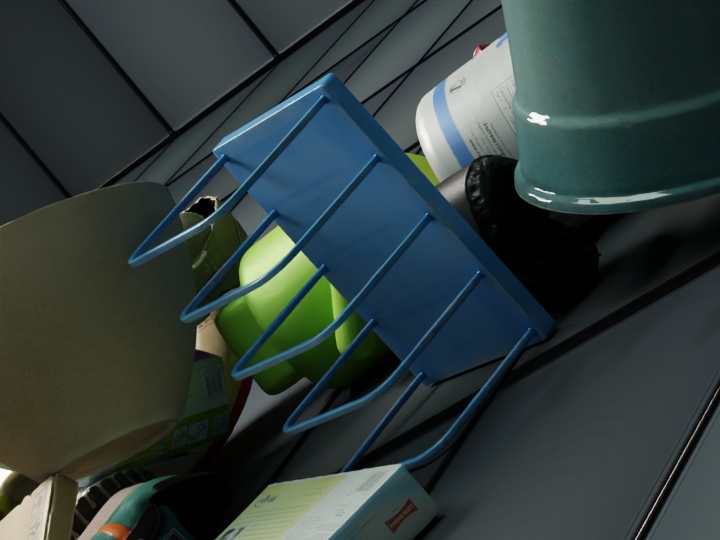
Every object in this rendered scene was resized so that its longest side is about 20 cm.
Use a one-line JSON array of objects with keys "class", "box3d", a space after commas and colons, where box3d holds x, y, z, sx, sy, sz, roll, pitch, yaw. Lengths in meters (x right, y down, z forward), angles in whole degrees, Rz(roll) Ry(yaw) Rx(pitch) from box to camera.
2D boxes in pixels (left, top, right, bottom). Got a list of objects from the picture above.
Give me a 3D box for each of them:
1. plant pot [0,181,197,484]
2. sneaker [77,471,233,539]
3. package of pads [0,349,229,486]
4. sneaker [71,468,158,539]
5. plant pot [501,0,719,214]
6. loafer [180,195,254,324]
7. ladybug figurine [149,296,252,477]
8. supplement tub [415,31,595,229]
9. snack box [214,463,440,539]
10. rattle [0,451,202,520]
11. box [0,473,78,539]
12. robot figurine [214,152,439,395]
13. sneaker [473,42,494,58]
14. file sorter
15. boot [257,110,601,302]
[{"class": "plant pot", "box3d": [-0.178, 0.052, 1.686, 0.200, 0.135, 0.200, -26, -11, -5]}, {"class": "sneaker", "box3d": [-0.140, 0.187, 1.681, 0.080, 0.071, 0.200, -27, 21, 34]}, {"class": "package of pads", "box3d": [-0.211, 0.086, 1.877, 0.199, 0.069, 0.154, 9, 16, 36]}, {"class": "sneaker", "box3d": [-0.193, 0.206, 1.784, 0.200, 0.078, 0.090, -46, 8, -31]}, {"class": "plant pot", "box3d": [0.160, -0.161, 1.537, 0.199, 0.197, 0.200, -14, 20, 5]}, {"class": "loafer", "box3d": [-0.134, 0.001, 1.880, 0.075, 0.070, 0.200, -20, 10, 23]}, {"class": "ladybug figurine", "box3d": [-0.143, 0.102, 1.978, 0.200, 0.072, 0.136, -49, 46, 11]}, {"class": "supplement tub", "box3d": [0.146, -0.112, 1.756, 0.200, 0.132, 0.132, -37, 10, 19]}, {"class": "snack box", "box3d": [-0.044, 0.163, 1.516, 0.116, 0.037, 0.200, -44, 10, -22]}, {"class": "rattle", "box3d": [-0.220, 0.137, 1.883, 0.200, 0.143, 0.130, -6, 41, 48]}, {"class": "box", "box3d": [-0.227, 0.240, 1.636, 0.163, 0.021, 0.201, -41, 33, 41]}, {"class": "robot figurine", "box3d": [0.000, 0.000, 1.851, 0.200, 0.116, 0.175, -37, -2, 17]}, {"class": "sneaker", "box3d": [0.080, -0.086, 1.946, 0.200, 0.113, 0.071, -37, 9, 16]}, {"class": "file sorter", "box3d": [-0.017, 0.013, 1.613, 0.123, 0.200, 0.139, -49, 13, -32]}, {"class": "boot", "box3d": [0.038, -0.045, 1.675, 0.076, 0.200, 0.168, -52, 11, -29]}]
